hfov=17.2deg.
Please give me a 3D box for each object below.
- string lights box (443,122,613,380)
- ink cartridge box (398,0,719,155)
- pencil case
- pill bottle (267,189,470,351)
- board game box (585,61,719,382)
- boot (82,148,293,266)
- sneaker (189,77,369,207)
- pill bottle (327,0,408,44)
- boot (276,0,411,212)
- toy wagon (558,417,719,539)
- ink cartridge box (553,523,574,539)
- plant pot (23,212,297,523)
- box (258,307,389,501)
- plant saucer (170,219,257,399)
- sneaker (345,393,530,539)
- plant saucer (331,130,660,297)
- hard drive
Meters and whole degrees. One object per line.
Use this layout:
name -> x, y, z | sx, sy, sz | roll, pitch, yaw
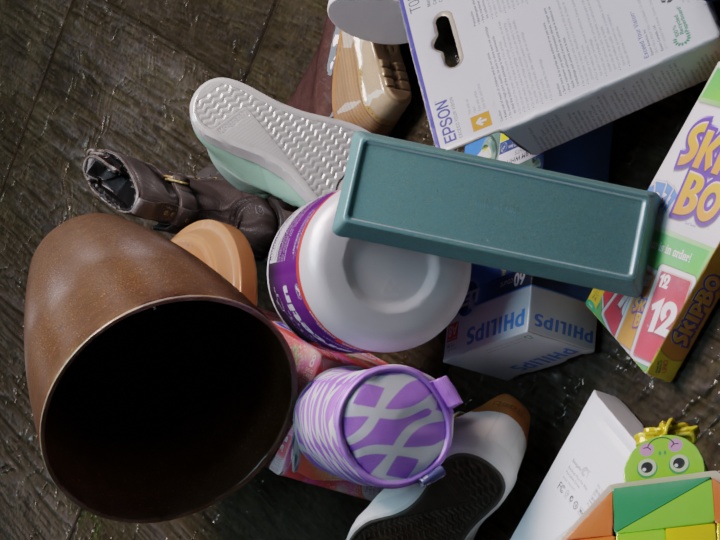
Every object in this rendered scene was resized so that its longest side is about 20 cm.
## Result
string lights box -> 0.116, -0.035, 1.620 | 0.103, 0.059, 0.200 | -24, 54, 55
ink cartridge box -> 0.131, -0.171, 1.591 | 0.200, 0.043, 0.197 | -23, 47, 13
pencil case -> 0.008, 0.099, 1.587 | 0.085, 0.084, 0.200 | -39, 6, -11
pill bottle -> 0.000, 0.000, 1.618 | 0.200, 0.112, 0.113 | 166, 119, -79
board game box -> 0.214, -0.039, 1.489 | 0.200, 0.030, 0.096 | -60, 30, 16
boot -> -0.152, -0.069, 1.988 | 0.200, 0.174, 0.069 | 38, 107, 60
sneaker -> -0.036, -0.076, 1.855 | 0.074, 0.200, 0.118 | -57, -11, -11
pill bottle -> 0.031, -0.280, 1.836 | 0.112, 0.112, 0.200 | -22, 50, 55
boot -> -0.028, -0.167, 1.932 | 0.166, 0.072, 0.200 | -39, 46, 42
toy wagon -> 0.172, 0.170, 1.338 | 0.155, 0.040, 0.200 | -9, 59, 15
ink cartridge box -> 0.124, 0.252, 1.418 | 0.200, 0.050, 0.161 | -42, 50, 32
plant pot -> -0.167, 0.048, 1.712 | 0.187, 0.187, 0.200 | -62, 35, 19
box -> -0.045, 0.095, 1.786 | 0.200, 0.102, 0.095 | 26, 97, 62
plant saucer -> -0.144, 0.056, 1.844 | 0.200, 0.032, 0.201 | -36, 44, 46
sneaker -> 0.060, 0.152, 1.628 | 0.200, 0.073, 0.085 | -46, 9, 47
plant saucer -> 0.086, -0.037, 1.499 | 0.019, 0.200, 0.070 | 90, -168, -79
hard drive -> 0.134, 0.193, 1.496 | 0.200, 0.026, 0.132 | -63, 30, 17
